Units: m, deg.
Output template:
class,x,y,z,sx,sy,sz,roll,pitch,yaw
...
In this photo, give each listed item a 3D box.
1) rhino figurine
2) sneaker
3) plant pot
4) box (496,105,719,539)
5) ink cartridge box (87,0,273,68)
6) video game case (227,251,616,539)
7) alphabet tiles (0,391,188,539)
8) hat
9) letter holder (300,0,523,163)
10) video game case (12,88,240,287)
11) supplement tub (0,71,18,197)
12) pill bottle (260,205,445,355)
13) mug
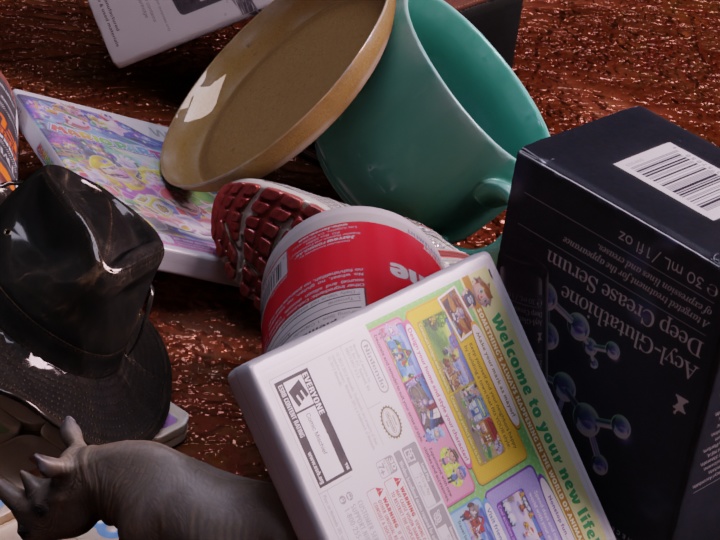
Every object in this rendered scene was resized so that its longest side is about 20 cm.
class,x,y,z,sx,sy,sz,roll,pitch,yaw
rhino figurine,-0.090,0.124,0.939,0.198,0.088,0.060,17,31,10
sneaker,0.000,0.000,1.194,0.199,0.078,0.082,26,22,-6
plant pot,-0.049,-0.123,1.257,0.027,0.200,0.201,44,19,-25
box,0.153,0.039,1.044,0.107,0.202,0.148,-21,41,-40
ink cartridge box,-0.089,-0.232,1.446,0.198,0.084,0.145,-19,11,16
video game case,0.042,0.110,0.937,0.181,0.202,0.022,-24,0,-44
alphabet tiles,-0.191,0.095,1.037,0.195,0.015,0.199,30,35,31
hat,-0.153,0.000,1.046,0.200,0.081,0.201,40,20,-18
letter holder,0.004,-0.168,1.460,0.142,0.101,0.199,28,35,32
video game case,-0.135,-0.051,1.257,0.142,0.018,0.200,12,24,-35
supplement tub,-0.260,-0.053,1.181,0.106,0.108,0.201,2,31,-12
pill bottle,0.001,0.059,1.056,0.111,0.113,0.201,5,30,-7
mug,0.038,-0.084,1.279,0.152,0.114,0.186,43,24,-20
